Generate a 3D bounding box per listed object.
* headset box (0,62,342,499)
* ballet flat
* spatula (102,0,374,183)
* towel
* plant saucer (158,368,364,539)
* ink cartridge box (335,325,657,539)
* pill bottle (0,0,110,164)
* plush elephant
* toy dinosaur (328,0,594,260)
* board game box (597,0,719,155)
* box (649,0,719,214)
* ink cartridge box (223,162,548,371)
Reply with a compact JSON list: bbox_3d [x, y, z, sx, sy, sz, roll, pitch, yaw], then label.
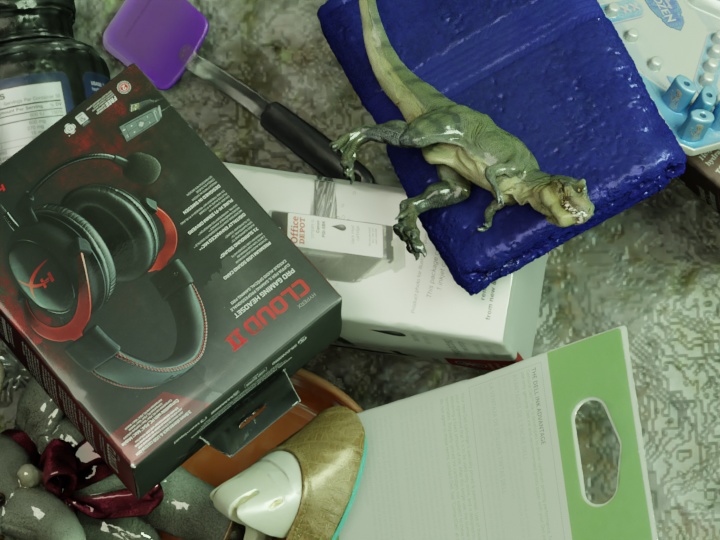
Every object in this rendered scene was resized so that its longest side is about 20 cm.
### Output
[{"bbox_3d":[-0.115,0.013,1.587,0.149,0.075,0.200,-38,77,-13],"label":"headset box"},{"bbox_3d":[-0.065,0.162,1.649,0.068,0.072,0.200,33,96,49],"label":"ballet flat"},{"bbox_3d":[-0.071,-0.106,1.790,0.200,0.021,0.057,36,101,10],"label":"spatula"},{"bbox_3d":[0.079,-0.099,1.624,0.147,0.050,0.200,-30,64,7],"label":"towel"},{"bbox_3d":[-0.069,0.153,1.747,0.200,0.032,0.201,-1,82,10],"label":"plant saucer"},{"bbox_3d":[0.075,0.129,1.641,0.200,0.048,0.146,-19,58,21],"label":"ink cartridge box"},{"bbox_3d":[-0.198,-0.072,1.760,0.112,0.112,0.200,-13,79,7],"label":"pill bottle"},{"bbox_3d":[-0.177,0.116,1.666,0.200,0.165,0.155,21,43,25],"label":"plush elephant"},{"bbox_3d":[0.038,-0.064,1.573,0.088,0.047,0.200,-39,62,-14],"label":"toy dinosaur"},{"bbox_3d":[0.218,-0.170,1.679,0.200,0.026,0.200,-16,61,-28],"label":"board game box"},{"bbox_3d":[0.194,-0.096,1.708,0.200,0.100,0.075,42,90,13],"label":"box"},{"bbox_3d":[0.000,0.000,1.700,0.200,0.147,0.083,8,82,11],"label":"ink cartridge box"}]
